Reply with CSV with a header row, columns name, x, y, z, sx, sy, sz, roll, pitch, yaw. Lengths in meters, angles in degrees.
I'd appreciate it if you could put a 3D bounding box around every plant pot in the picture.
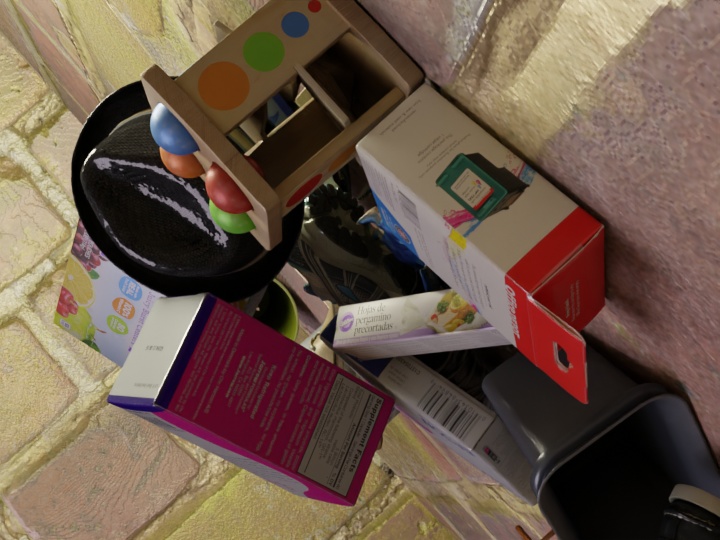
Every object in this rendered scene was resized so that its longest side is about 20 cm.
name,x,y,z,sx,sy,sz,roll,pitch,yaw
plant pot,-0.206,0.070,2.111,0.187,0.187,0.200,50,-175,-12

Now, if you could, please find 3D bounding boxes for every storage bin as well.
name,x,y,z,sx,sy,sz,roll,pitch,yaw
storage bin,0.172,0.149,0.890,0.200,0.145,0.134,56,177,-37

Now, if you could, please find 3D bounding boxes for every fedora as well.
name,x,y,z,sx,sy,sz,roll,pitch,yaw
fedora,-0.147,-0.057,0.916,0.201,0.200,0.092,49,-165,-3

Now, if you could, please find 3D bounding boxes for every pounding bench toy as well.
name,x,y,z,sx,sy,sz,roll,pitch,yaw
pounding bench toy,-0.062,-0.101,0.845,0.124,0.156,0.200,47,170,6

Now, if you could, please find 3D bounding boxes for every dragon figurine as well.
name,x,y,z,sx,sy,sz,roll,pitch,yaw
dragon figurine,0.054,-0.021,0.929,0.099,0.059,0.200,43,173,17

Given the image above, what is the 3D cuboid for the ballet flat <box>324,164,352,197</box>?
name,x,y,z,sx,sy,sz,roll,pitch,yaw
ballet flat,-0.034,-0.041,1.070,0.068,0.068,0.200,-109,8,-45

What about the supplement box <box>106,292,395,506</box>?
name,x,y,z,sx,sy,sz,roll,pitch,yaw
supplement box,-0.087,0.108,0.965,0.200,0.104,0.101,34,159,-27

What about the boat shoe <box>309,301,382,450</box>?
name,x,y,z,sx,sy,sz,roll,pitch,yaw
boat shoe,-0.023,0.083,1.167,0.072,0.065,0.201,85,177,-76

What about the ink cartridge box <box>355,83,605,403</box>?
name,x,y,z,sx,sy,sz,roll,pitch,yaw
ink cartridge box,0.094,-0.016,0.759,0.200,0.067,0.116,43,169,26

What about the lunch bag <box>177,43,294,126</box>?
name,x,y,z,sx,sy,sz,roll,pitch,yaw
lunch bag,-0.127,-0.089,1.126,0.200,0.170,0.127,53,172,-23

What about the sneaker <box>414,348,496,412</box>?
name,x,y,z,sx,sy,sz,roll,pitch,yaw
sneaker,0.114,0.101,1.134,0.115,0.075,0.200,35,174,34

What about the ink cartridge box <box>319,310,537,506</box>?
name,x,y,z,sx,sy,sz,roll,pitch,yaw
ink cartridge box,0.077,0.133,1.050,0.196,0.043,0.200,32,169,40

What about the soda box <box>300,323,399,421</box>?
name,x,y,z,sx,sy,sz,roll,pitch,yaw
soda box,-0.014,0.170,1.904,0.200,0.068,0.063,41,167,40

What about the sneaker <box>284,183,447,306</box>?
name,x,y,z,sx,sy,sz,roll,pitch,yaw
sneaker,0.000,0.000,1.029,0.086,0.078,0.200,-27,127,37

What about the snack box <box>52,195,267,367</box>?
name,x,y,z,sx,sy,sz,roll,pitch,yaw
snack box,-0.183,0.020,1.070,0.168,0.068,0.200,33,140,1

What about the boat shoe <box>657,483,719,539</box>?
name,x,y,z,sx,sy,sz,roll,pitch,yaw
boat shoe,0.285,0.234,0.823,0.199,0.066,0.074,40,163,-14

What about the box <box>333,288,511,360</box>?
name,x,y,z,sx,sy,sz,roll,pitch,yaw
box,0.061,0.040,0.913,0.041,0.039,0.200,24,156,-38
